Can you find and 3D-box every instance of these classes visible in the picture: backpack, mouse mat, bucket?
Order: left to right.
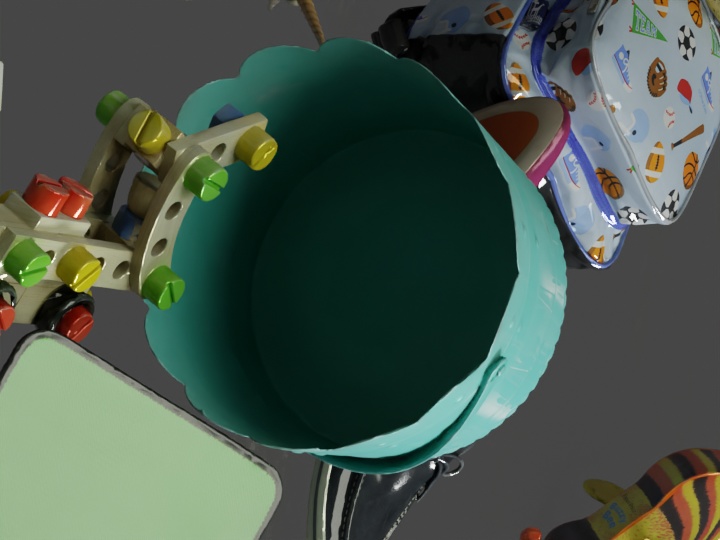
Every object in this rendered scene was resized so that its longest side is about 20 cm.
[{"bbox_3d":[-0.133,0.145,1.137,0.161,0.008,0.201,35,75,-32],"label":"mouse mat"},{"bbox_3d":[0.000,0.000,1.250,0.135,0.206,0.208,30,75,-66],"label":"bucket"},{"bbox_3d":[0.118,-0.116,1.438,0.201,0.153,0.191,65,34,-38],"label":"backpack"}]

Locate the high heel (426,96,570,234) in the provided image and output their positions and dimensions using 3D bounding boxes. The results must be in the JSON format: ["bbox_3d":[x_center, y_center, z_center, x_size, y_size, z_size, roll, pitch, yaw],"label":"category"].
[{"bbox_3d":[0.048,-0.013,1.370,0.200,0.068,0.096,-36,140,17],"label":"high heel"}]

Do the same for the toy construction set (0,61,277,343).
[{"bbox_3d":[-0.135,-0.037,1.135,0.200,0.092,0.131,19,109,-49],"label":"toy construction set"}]

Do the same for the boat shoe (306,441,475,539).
[{"bbox_3d":[0.028,0.092,1.444,0.201,0.062,0.075,-64,146,-18],"label":"boat shoe"}]

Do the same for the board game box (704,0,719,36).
[{"bbox_3d":[0.187,-0.195,1.469,0.035,0.136,0.200,-36,167,1],"label":"board game box"}]

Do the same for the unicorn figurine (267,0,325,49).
[{"bbox_3d":[-0.005,-0.211,1.300,0.137,0.074,0.201,-8,93,-45],"label":"unicorn figurine"}]

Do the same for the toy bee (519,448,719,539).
[{"bbox_3d":[0.162,0.185,1.633,0.109,0.131,0.201,37,79,-28],"label":"toy bee"}]
